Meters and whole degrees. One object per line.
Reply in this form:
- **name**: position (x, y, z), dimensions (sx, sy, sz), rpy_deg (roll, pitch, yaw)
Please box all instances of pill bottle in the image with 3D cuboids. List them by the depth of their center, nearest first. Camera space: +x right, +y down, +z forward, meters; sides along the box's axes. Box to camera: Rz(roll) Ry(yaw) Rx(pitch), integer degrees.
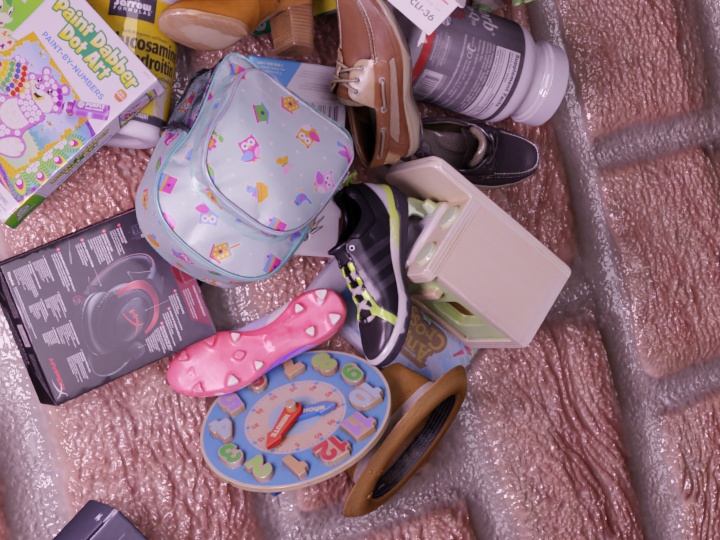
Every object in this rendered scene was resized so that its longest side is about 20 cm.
- **pill bottle**: position (-0.236, -0.228, 1.464), dimensions (0.111, 0.112, 0.201), rpy_deg (8, 84, -25)
- **pill bottle**: position (0.121, -0.230, 1.631), dimensions (0.199, 0.116, 0.117), rpy_deg (14, 81, -25)

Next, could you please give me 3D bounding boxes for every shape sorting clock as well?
- **shape sorting clock**: position (-0.066, 0.146, 1.486), dimensions (0.200, 0.200, 0.039), rpy_deg (-33, 132, -23)

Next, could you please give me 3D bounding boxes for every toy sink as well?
- **toy sink**: position (0.098, -0.012, 1.579), dimensions (0.200, 0.130, 0.112), rpy_deg (39, 73, -18)

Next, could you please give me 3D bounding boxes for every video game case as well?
- **video game case**: position (0.060, 0.026, 1.640), dimensions (0.200, 0.022, 0.182), rpy_deg (44, 71, -17)

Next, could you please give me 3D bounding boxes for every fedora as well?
- **fedora**: position (0.029, 0.165, 1.564), dimensions (0.082, 0.201, 0.201), rpy_deg (38, 69, 18)

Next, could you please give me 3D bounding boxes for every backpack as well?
- **backpack**: position (-0.114, -0.087, 1.423), dimensions (0.175, 0.153, 0.201), rpy_deg (35, 78, -21)

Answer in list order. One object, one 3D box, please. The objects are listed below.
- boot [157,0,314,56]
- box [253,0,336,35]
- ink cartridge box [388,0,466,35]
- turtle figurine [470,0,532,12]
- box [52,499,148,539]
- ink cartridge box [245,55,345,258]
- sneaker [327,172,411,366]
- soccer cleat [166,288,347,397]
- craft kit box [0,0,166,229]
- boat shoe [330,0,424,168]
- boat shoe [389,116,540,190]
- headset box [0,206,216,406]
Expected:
- **boot**: position (-0.127, -0.296, 1.482), dimensions (0.200, 0.071, 0.145), rpy_deg (1, 76, -45)
- **box**: position (-0.046, -0.334, 1.596), dimensions (0.199, 0.048, 0.118), rpy_deg (-22, 96, -23)
- **ink cartridge box**: position (0.054, -0.320, 1.508), dimensions (0.116, 0.067, 0.200), rpy_deg (38, 30, -14)
- **turtle figurine**: position (0.124, -0.377, 1.625), dimensions (0.143, 0.200, 0.195), rpy_deg (-19, 102, 4)
- **box**: position (-0.234, 0.345, 1.440), dimensions (0.148, 0.104, 0.200), rpy_deg (-46, 105, -20)
- **ink cartridge box**: position (-0.082, -0.115, 1.556), dimensions (0.115, 0.068, 0.201), rpy_deg (5, 85, -25)
- **sneaker**: position (0.000, 0.000, 1.525), dimensions (0.082, 0.072, 0.201), rpy_deg (8, 71, -28)
- **soccer cleat**: position (-0.105, 0.079, 1.538), dimensions (0.199, 0.076, 0.067), rpy_deg (-27, 80, -5)
- **craft kit box**: position (-0.320, -0.179, 1.389), dimensions (0.197, 0.049, 0.200), rpy_deg (-43, 82, -3)
- **boat shoe**: position (0.009, -0.194, 1.522), dimensions (0.074, 0.076, 0.201), rpy_deg (-33, 122, -25)
- **boat shoe**: position (0.121, -0.133, 1.654), dimensions (0.199, 0.065, 0.072), rpy_deg (8, 83, -25)
- **headset box**: position (-0.246, 0.026, 1.467), dimensions (0.199, 0.075, 0.149), rpy_deg (-25, 98, -24)
